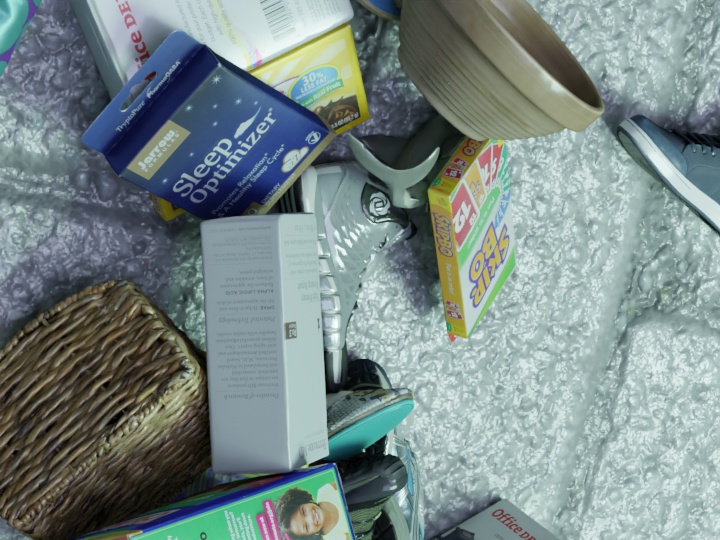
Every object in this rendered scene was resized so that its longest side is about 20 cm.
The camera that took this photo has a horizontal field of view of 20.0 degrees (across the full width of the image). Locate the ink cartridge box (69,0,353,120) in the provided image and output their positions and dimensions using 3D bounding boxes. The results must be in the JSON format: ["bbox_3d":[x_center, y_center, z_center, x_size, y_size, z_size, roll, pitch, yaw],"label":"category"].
[{"bbox_3d":[-0.127,-0.227,1.611,0.199,0.085,0.145,-28,114,-16],"label":"ink cartridge box"}]

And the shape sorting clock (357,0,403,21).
[{"bbox_3d":[0.036,-0.304,1.656,0.199,0.039,0.202,0,90,-51],"label":"shape sorting clock"}]

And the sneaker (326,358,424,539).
[{"bbox_3d":[0.014,0.176,1.802,0.086,0.077,0.202,-10,95,-61],"label":"sneaker"}]

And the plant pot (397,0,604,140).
[{"bbox_3d":[0.095,-0.171,1.626,0.093,0.201,0.201,-42,119,17],"label":"plant pot"}]

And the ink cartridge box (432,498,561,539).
[{"bbox_3d":[0.093,0.304,1.820,0.199,0.145,0.085,-28,114,-15],"label":"ink cartridge box"}]

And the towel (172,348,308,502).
[{"bbox_3d":[-0.111,0.172,1.717,0.143,0.023,0.202,12,101,18],"label":"towel"}]

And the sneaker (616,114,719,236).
[{"bbox_3d":[0.331,-0.121,1.843,0.202,0.077,0.146,34,100,-37],"label":"sneaker"}]

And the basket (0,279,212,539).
[{"bbox_3d":[-0.216,0.120,1.653,0.200,0.143,0.149,-42,152,-2],"label":"basket"}]

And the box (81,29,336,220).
[{"bbox_3d":[-0.118,-0.104,1.611,0.121,0.032,0.200,-47,143,12],"label":"box"}]

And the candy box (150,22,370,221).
[{"bbox_3d":[-0.089,-0.125,1.672,0.199,0.026,0.103,-28,132,-15],"label":"candy box"}]

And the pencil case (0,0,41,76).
[{"bbox_3d":[-0.326,-0.146,1.542,0.201,0.085,0.092,-59,146,-1],"label":"pencil case"}]

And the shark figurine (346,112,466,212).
[{"bbox_3d":[0.036,-0.094,1.712,0.089,0.214,0.129,30,121,12],"label":"shark figurine"}]

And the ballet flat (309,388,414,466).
[{"bbox_3d":[-0.044,0.146,1.739,0.200,0.072,0.072,-41,119,16],"label":"ballet flat"}]

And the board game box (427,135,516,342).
[{"bbox_3d":[0.097,-0.029,1.734,0.096,0.030,0.201,-54,154,-31],"label":"board game box"}]

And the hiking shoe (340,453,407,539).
[{"bbox_3d":[-0.011,0.235,1.740,0.101,0.200,0.076,51,36,7],"label":"hiking shoe"}]

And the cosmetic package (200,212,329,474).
[{"bbox_3d":[-0.075,0.056,1.619,0.073,0.102,0.202,-4,92,17],"label":"cosmetic package"}]

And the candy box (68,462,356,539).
[{"bbox_3d":[-0.132,0.218,1.582,0.199,0.169,0.078,-18,90,-38],"label":"candy box"}]

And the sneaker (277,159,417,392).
[{"bbox_3d":[0.000,0.000,1.738,0.115,0.075,0.202,-14,108,-23],"label":"sneaker"}]
